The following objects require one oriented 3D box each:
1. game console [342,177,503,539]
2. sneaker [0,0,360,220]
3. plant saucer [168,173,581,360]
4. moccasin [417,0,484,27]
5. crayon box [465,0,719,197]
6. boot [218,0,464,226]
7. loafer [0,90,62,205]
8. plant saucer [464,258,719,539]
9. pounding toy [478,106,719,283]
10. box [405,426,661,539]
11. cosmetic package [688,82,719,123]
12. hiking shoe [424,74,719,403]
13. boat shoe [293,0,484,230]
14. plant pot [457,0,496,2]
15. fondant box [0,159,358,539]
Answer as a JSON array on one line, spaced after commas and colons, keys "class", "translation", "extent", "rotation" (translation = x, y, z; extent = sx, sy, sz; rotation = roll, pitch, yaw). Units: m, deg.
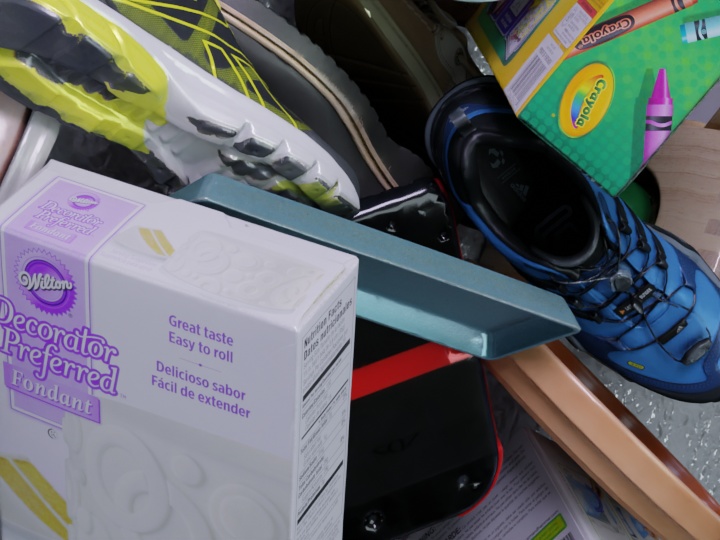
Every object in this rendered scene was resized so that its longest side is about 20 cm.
[{"class": "game console", "translation": [-0.034, 0.063, 0.884], "extent": [0.198, 0.031, 0.178], "rotation": [-20, 114, -12]}, {"class": "sneaker", "translation": [-0.069, -0.084, 0.786], "extent": [0.199, 0.074, 0.085], "rotation": [35, 50, -37]}, {"class": "plant saucer", "translation": [0.000, 0.000, 0.817], "extent": [0.199, 0.070, 0.019], "rotation": [18, 67, -30]}, {"class": "moccasin", "translation": [0.063, -0.224, 0.933], "extent": [0.077, 0.073, 0.203], "rotation": [3, 108, -50]}, {"class": "crayon box", "translation": [0.114, -0.119, 0.834], "extent": [0.058, 0.200, 0.119], "rotation": [37, 103, -14]}, {"class": "boot", "translation": [-0.052, -0.031, 0.874], "extent": [0.139, 0.077, 0.200], "rotation": [-51, 121, -6]}, {"class": "loafer", "translation": [-0.188, 0.000, 0.762], "extent": [0.063, 0.072, 0.202], "rotation": [31, 72, -24]}, {"class": "plant saucer", "translation": [0.116, 0.074, 0.968], "extent": [0.032, 0.201, 0.200], "rotation": [-45, 131, 6]}, {"class": "pounding toy", "translation": [0.184, -0.029, 1.006], "extent": [0.199, 0.183, 0.143], "rotation": [31, 79, -42]}, {"class": "box", "translation": [0.131, 0.185, 1.036], "extent": [0.113, 0.102, 0.199], "rotation": [-45, 135, 18]}, {"class": "cosmetic package", "translation": [0.296, -0.152, 1.065], "extent": [0.200, 0.123, 0.200], "rotation": [-39, 158, -27]}, {"class": "hiking shoe", "translation": [0.104, -0.002, 0.868], "extent": [0.200, 0.087, 0.074], "rotation": [41, 103, -9]}, {"class": "boat shoe", "translation": [0.036, -0.094, 0.934], "extent": [0.201, 0.073, 0.063], "rotation": [47, 67, -42]}, {"class": "plant pot", "translation": [0.001, -0.224, 0.809], "extent": [0.199, 0.160, 0.203], "rotation": [-12, 109, -40]}, {"class": "fondant box", "translation": [-0.079, 0.069, 0.775], "extent": [0.058, 0.143, 0.202], "rotation": [-47, 148, -50]}]
